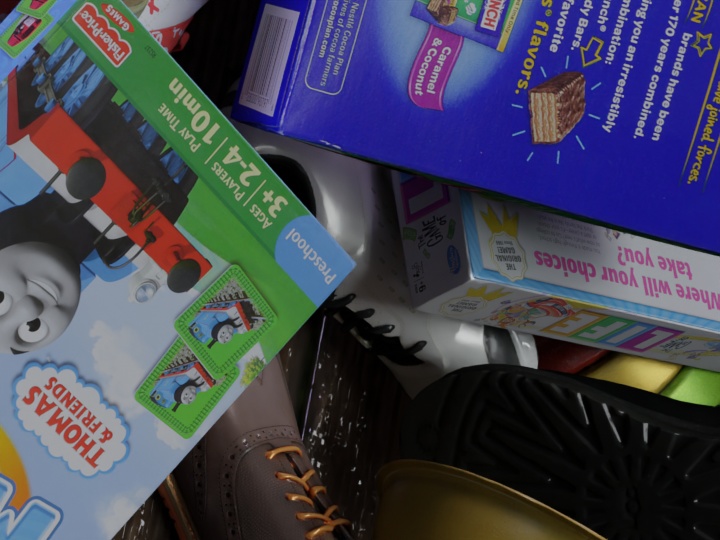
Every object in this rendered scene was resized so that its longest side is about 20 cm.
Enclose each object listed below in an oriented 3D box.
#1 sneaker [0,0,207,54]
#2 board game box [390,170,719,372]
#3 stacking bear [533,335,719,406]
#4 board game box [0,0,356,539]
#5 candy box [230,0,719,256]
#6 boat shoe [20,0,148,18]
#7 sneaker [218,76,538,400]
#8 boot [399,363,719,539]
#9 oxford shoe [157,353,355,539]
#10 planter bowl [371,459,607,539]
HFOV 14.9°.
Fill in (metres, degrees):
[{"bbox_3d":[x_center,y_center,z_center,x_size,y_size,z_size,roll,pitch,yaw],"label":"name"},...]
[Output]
[{"bbox_3d":[-0.104,-0.061,0.983,0.201,0.067,0.109,-26,106,-46],"label":"sneaker"},{"bbox_3d":[0.091,-0.037,1.120,0.199,0.034,0.135,13,60,-43],"label":"board game box"},{"bbox_3d":[0.106,0.040,1.199,0.200,0.121,0.114,55,44,-20],"label":"stacking bear"},{"bbox_3d":[-0.114,0.021,0.910,0.200,0.037,0.151,-48,126,-7],"label":"board game box"},{"bbox_3d":[0.074,-0.107,0.995,0.199,0.077,0.170,15,94,-17],"label":"candy box"},{"bbox_3d":[-0.098,-0.175,0.956,0.073,0.063,0.202,12,53,-22],"label":"boat shoe"},{"bbox_3d":[0.000,0.000,1.105,0.080,0.073,0.201,-47,112,-39],"label":"sneaker"},{"bbox_3d":[0.135,0.080,1.104,0.158,0.210,0.080,-18,119,-66],"label":"boot"},{"bbox_3d":[-0.031,0.088,1.043,0.071,0.073,0.202,-12,94,-50],"label":"oxford shoe"},{"bbox_3d":[0.067,0.163,1.019,0.084,0.200,0.201,-54,127,-19],"label":"planter bowl"}]
